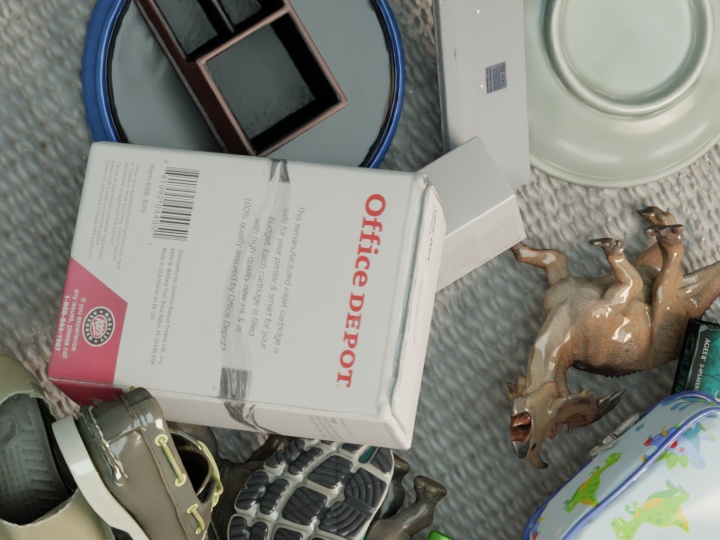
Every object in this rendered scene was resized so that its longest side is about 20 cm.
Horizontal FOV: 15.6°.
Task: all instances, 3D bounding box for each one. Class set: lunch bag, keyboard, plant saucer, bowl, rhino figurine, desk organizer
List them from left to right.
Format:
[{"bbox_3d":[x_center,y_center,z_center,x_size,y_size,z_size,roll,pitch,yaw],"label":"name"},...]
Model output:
[{"bbox_3d":[-0.089,-0.163,1.519,0.072,0.077,0.201,-32,99,-8],"label":"desk organizer"},{"bbox_3d":[-0.068,-0.118,1.586,0.200,0.039,0.202,-1,94,-12],"label":"bowl"},{"bbox_3d":[-0.055,0.133,1.595,0.199,0.060,0.088,22,99,-9],"label":"rhino figurine"},{"bbox_3d":[0.073,-0.113,1.565,0.056,0.011,0.200,-23,141,-14],"label":"keyboard"},{"bbox_3d":[0.161,-0.150,1.626,0.199,0.050,0.201,-1,94,-11],"label":"plant saucer"},{"bbox_3d":[0.203,0.184,1.555,0.161,0.082,0.200,-43,104,-4],"label":"lunch bag"}]

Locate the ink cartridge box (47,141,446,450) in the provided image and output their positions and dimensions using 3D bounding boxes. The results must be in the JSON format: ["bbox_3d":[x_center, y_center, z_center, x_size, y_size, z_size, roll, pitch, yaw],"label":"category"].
[{"bbox_3d":[-0.060,0.014,1.488,0.199,0.085,0.146,6,74,13],"label":"ink cartridge box"}]

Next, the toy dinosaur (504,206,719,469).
[{"bbox_3d":[0.159,0.039,1.626,0.199,0.086,0.136,-12,102,-21],"label":"toy dinosaur"}]

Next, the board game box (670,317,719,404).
[{"bbox_3d":[0.244,0.140,1.613,0.135,0.028,0.201,11,96,-12],"label":"board game box"}]

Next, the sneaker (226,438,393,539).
[{"bbox_3d":[-0.047,0.180,1.539,0.077,0.080,0.200,27,77,21],"label":"sneaker"}]

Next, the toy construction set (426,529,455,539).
[{"bbox_3d":[0.097,0.228,1.597,0.200,0.131,0.092,39,86,-12],"label":"toy construction set"}]

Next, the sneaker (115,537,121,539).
[{"bbox_3d":[-0.107,0.225,1.586,0.199,0.070,0.078,29,87,-11],"label":"sneaker"}]

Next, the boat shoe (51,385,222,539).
[{"bbox_3d":[-0.110,0.122,1.480,0.060,0.202,0.072,-30,63,1],"label":"boat shoe"}]

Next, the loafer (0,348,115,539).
[{"bbox_3d":[-0.182,0.142,1.483,0.075,0.068,0.201,-27,105,-16],"label":"loafer"}]

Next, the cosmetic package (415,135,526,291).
[{"bbox_3d":[0.000,0.000,1.571,0.199,0.083,0.051,-31,69,-2],"label":"cosmetic package"}]
